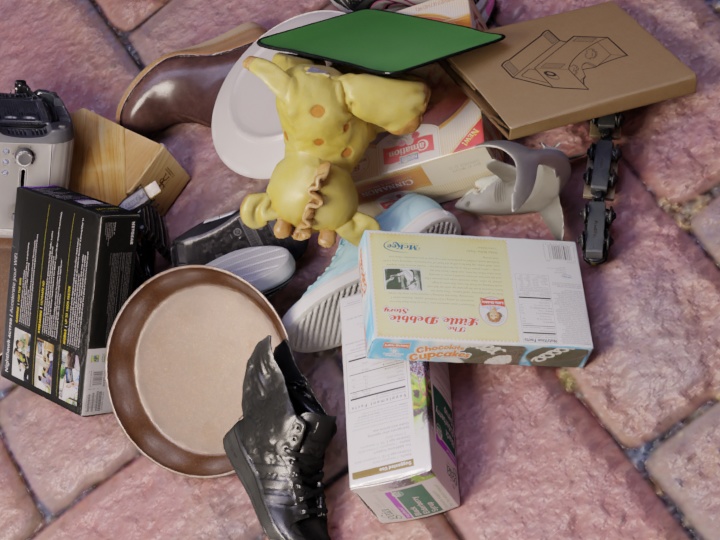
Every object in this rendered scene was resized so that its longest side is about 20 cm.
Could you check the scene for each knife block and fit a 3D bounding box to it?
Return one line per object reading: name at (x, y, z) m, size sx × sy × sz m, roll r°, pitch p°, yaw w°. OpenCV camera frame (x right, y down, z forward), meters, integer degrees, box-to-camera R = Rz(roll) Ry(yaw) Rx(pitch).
knife block at (-0.274, -0.063, 1.841) m, size 0.200 × 0.064 × 0.176 m, roll 26°, pitch 73°, yaw 36°

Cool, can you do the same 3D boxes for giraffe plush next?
giraffe plush at (-0.031, -0.108, 1.615) m, size 0.172 × 0.200 × 0.163 m, roll 13°, pitch 101°, yaw 18°

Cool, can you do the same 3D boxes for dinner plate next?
dinner plate at (-0.072, -0.184, 1.759) m, size 0.200 × 0.024 × 0.201 m, roll -17°, pitch 53°, yaw 24°

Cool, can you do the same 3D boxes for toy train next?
toy train at (0.226, -0.094, 1.623) m, size 0.034 × 0.046 × 0.201 m, roll 4°, pitch 61°, yaw 10°

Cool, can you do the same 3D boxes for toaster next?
toaster at (-0.367, -0.115, 1.849) m, size 0.113 × 0.130 × 0.200 m, roll 1°, pitch 21°, yaw -18°

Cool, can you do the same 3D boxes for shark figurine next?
shark figurine at (0.164, -0.070, 1.581) m, size 0.128 × 0.214 × 0.090 m, roll -13°, pitch 83°, yaw -6°

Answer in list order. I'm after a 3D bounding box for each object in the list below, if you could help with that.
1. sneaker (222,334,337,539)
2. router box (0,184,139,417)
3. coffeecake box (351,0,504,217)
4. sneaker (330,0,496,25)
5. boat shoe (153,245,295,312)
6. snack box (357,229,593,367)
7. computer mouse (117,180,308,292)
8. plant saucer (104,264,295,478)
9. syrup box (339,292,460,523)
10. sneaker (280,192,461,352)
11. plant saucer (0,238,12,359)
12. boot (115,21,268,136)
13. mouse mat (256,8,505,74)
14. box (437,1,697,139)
sneaker at (-0.058, 0.165, 1.552) m, size 0.104 × 0.060 × 0.200 m, roll -46°, pitch 59°, yaw 21°
router box at (-0.288, 0.027, 1.717) m, size 0.149 × 0.051 × 0.201 m, roll 19°, pitch 106°, yaw 44°
coffeecake box at (0.055, -0.163, 1.735) m, size 0.153 × 0.073 × 0.201 m, roll -16°, pitch 54°, yaw 17°
sneaker at (0.046, -0.310, 1.827) m, size 0.199 × 0.086 × 0.081 m, roll 10°, pitch 63°, yaw 32°
boat shoe at (-0.143, 0.037, 1.710) m, size 0.200 × 0.071 × 0.072 m, roll -22°, pitch 26°, yaw 22°
snack box at (0.101, 0.025, 1.548) m, size 0.199 × 0.037 × 0.116 m, roll 3°, pitch 55°, yaw -11°
computer mouse at (-0.159, -0.039, 1.736) m, size 0.200 × 0.141 × 0.046 m, roll -28°, pitch 16°, yaw 12°
plant saucer at (-0.147, 0.094, 1.645) m, size 0.200 × 0.034 × 0.201 m, roll 1°, pitch 93°, yaw 23°
syrup box at (0.035, 0.116, 1.560) m, size 0.081 × 0.079 × 0.201 m, roll -16°, pitch 54°, yaw 16°
sneaker at (0.000, 0.000, 1.666) m, size 0.200 × 0.074 × 0.082 m, roll -35°, pitch 41°, yaw -8°
plant saucer at (-0.410, 0.034, 1.865) m, size 0.200 × 0.037 × 0.201 m, roll -12°, pitch 55°, yaw 18°
boot at (-0.153, -0.172, 1.844) m, size 0.200 × 0.072 × 0.167 m, roll -33°, pitch 49°, yaw -1°
mouse mat at (0.019, -0.220, 1.666) m, size 0.161 × 0.008 × 0.200 m, roll -22°, pitch 30°, yaw -38°
box at (0.192, -0.192, 1.648) m, size 0.199 × 0.021 × 0.164 m, roll -15°, pitch 39°, yaw -18°
